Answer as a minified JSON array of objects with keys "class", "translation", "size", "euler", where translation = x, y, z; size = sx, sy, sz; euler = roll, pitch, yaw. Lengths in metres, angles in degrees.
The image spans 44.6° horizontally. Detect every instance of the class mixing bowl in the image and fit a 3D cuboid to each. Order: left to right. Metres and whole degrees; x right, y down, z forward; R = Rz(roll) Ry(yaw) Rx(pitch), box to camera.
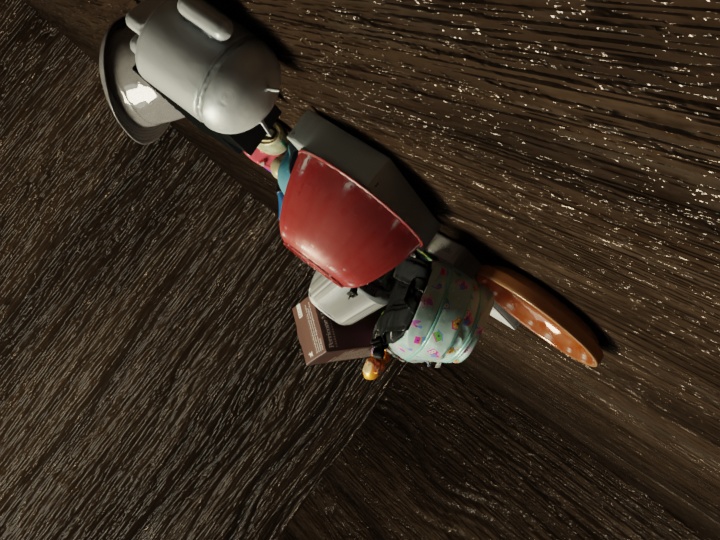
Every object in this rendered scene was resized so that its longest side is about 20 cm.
[{"class":"mixing bowl","translation":[-0.029,-0.049,1.119],"size":[0.199,0.109,0.200],"euler":[36,177,2]}]

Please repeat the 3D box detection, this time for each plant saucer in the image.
[{"class":"plant saucer","translation":[0.239,0.055,1.165],"size":[0.200,0.032,0.200],"euler":[38,177,2]}]

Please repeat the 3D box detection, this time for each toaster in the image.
[{"class":"toaster","translation":[0.000,0.000,1.374],"size":[0.113,0.201,0.129],"euler":[37,140,-13]}]

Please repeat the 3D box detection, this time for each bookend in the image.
[{"class":"bookend","translation":[-0.184,-0.233,1.243],"size":[0.199,0.093,0.199],"euler":[34,177,28]}]

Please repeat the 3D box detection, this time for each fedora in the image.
[{"class":"fedora","translation":[-0.311,-0.298,1.356],"size":[0.089,0.178,0.202],"euler":[3,130,27]}]

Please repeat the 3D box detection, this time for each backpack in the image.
[{"class":"backpack","translation":[0.099,0.053,1.200],"size":[0.125,0.169,0.200],"euler":[17,173,-6]}]

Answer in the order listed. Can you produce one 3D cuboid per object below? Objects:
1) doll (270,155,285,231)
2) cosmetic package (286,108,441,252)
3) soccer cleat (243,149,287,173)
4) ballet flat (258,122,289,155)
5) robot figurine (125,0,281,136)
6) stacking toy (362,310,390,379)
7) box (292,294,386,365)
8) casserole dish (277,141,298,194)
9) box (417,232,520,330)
[{"class":"doll","translation":[-0.110,-0.115,1.438],"size":[0.048,0.138,0.201],"euler":[9,149,11]},{"class":"cosmetic package","translation":[0.009,-0.115,1.155],"size":[0.150,0.052,0.200],"euler":[38,177,32]},{"class":"soccer cleat","translation":[-0.148,-0.205,1.504],"size":[0.200,0.067,0.077],"euler":[44,-165,-28]},{"class":"ballet flat","translation":[-0.199,-0.252,1.403],"size":[0.198,0.068,0.062],"euler":[28,176,10]},{"class":"robot figurine","translation":[-0.169,-0.230,0.978],"size":[0.199,0.113,0.170],"euler":[38,157,12]},{"class":"stacking toy","translation":[0.066,0.090,1.394],"size":[0.110,0.201,0.116],"euler":[39,178,-27]},{"class":"box","translation":[-0.005,0.090,1.457],"size":[0.075,0.198,0.101],"euler":[-37,64,50]},{"class":"casserole dish","translation":[-0.056,-0.103,1.253],"size":[0.038,0.122,0.201],"euler":[-15,123,31]},{"class":"box","translation":[0.153,0.004,1.332],"size":[0.200,0.036,0.144],"euler":[43,174,-41]}]
